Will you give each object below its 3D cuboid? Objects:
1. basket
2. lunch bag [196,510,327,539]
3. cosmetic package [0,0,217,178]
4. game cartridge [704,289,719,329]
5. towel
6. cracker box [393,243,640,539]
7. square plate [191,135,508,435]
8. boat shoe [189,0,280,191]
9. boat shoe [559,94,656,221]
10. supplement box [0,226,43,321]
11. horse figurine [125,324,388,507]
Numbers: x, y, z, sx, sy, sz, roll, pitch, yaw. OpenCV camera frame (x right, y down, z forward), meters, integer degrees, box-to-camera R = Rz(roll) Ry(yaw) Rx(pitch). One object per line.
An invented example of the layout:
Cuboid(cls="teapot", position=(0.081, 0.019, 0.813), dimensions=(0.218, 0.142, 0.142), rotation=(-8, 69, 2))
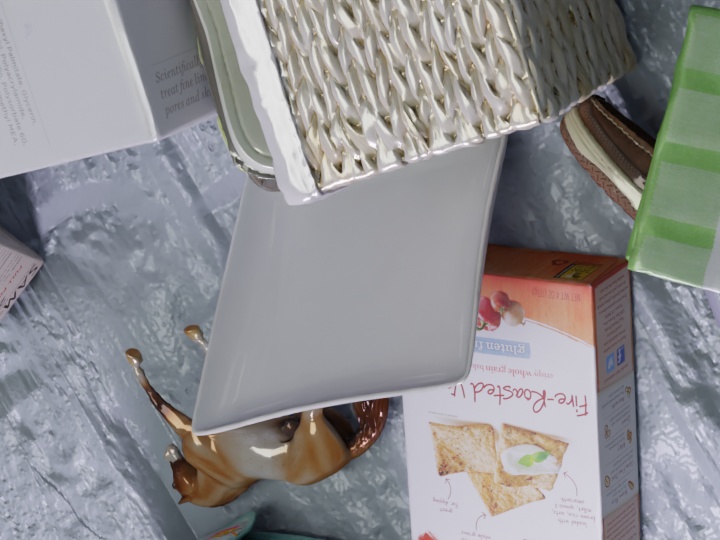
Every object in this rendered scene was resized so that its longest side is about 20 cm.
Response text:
Cuboid(cls="basket", position=(0.030, -0.164, 1.406), dimensions=(0.160, 0.198, 0.201), rotation=(-16, 97, 24))
Cuboid(cls="lunch bag", position=(-0.084, 0.238, 1.638), dimensions=(0.199, 0.170, 0.123), rotation=(13, 115, 24))
Cuboid(cls="cosmetic package", position=(-0.176, -0.158, 1.558), dimensions=(0.199, 0.165, 0.166), rotation=(-10, 103, 35))
Cuboid(cls="game cartridge", position=(0.245, -0.016, 1.377), dimensions=(0.133, 0.040, 0.201), rotation=(-18, 90, 3))
Cuboid(cls="towel", position=(0.250, -0.045, 1.350), dimensions=(0.199, 0.031, 0.150), rotation=(15, 88, 2))
Cuboid(cls="cracker box", position=(0.094, 0.089, 1.545), dimensions=(0.133, 0.058, 0.201), rotation=(6, 111, 31))
Cuboid(cls="square plate", position=(0.000, 0.000, 1.520), dimensions=(0.197, 0.201, 0.028), rotation=(-13, 142, 33))
Cuboid(cls="boat shoe", position=(-0.063, -0.144, 1.487), dimensions=(0.060, 0.072, 0.203), rotation=(109, 153, -72))
Cuboid(cls="boat shoe", position=(0.204, -0.037, 1.433), dimensions=(0.202, 0.075, 0.075), rotation=(43, 104, 5))
Cuboid(cls="supplement box", position=(-0.302, -0.027, 1.659), dimensions=(0.126, 0.200, 0.074), rotation=(36, 91, 17))
Cuboid(cls="horse figurine", position=(-0.059, 0.094, 1.643), dimensions=(0.199, 0.050, 0.133), rotation=(-9, 115, 27))
